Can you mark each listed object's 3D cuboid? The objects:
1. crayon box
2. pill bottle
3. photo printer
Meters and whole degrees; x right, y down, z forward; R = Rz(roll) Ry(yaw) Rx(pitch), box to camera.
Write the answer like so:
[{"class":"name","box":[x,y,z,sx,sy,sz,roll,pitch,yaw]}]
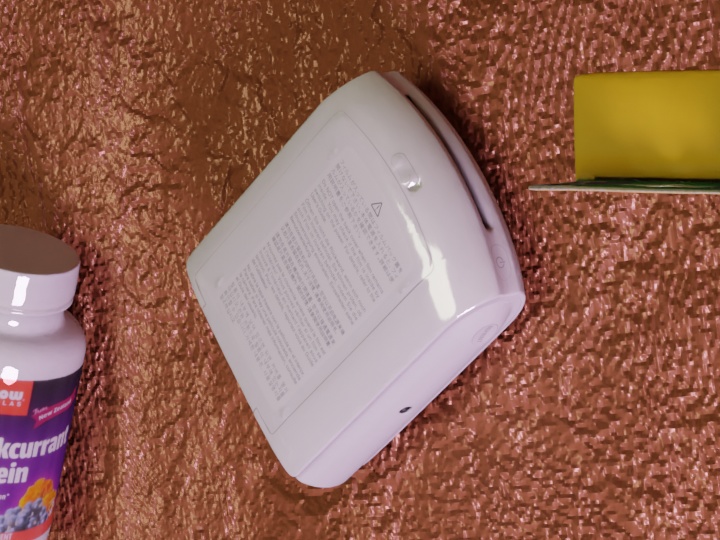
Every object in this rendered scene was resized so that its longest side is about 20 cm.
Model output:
[{"class":"crayon box","box":[0.184,-0.064,1.103,0.125,0.199,0.052,4,97,45]},{"class":"pill bottle","box":[-0.239,0.078,1.623,0.111,0.111,0.201,31,116,40]},{"class":"photo printer","box":[0.000,0.000,1.396,0.200,0.069,0.167,-47,62,38]}]
